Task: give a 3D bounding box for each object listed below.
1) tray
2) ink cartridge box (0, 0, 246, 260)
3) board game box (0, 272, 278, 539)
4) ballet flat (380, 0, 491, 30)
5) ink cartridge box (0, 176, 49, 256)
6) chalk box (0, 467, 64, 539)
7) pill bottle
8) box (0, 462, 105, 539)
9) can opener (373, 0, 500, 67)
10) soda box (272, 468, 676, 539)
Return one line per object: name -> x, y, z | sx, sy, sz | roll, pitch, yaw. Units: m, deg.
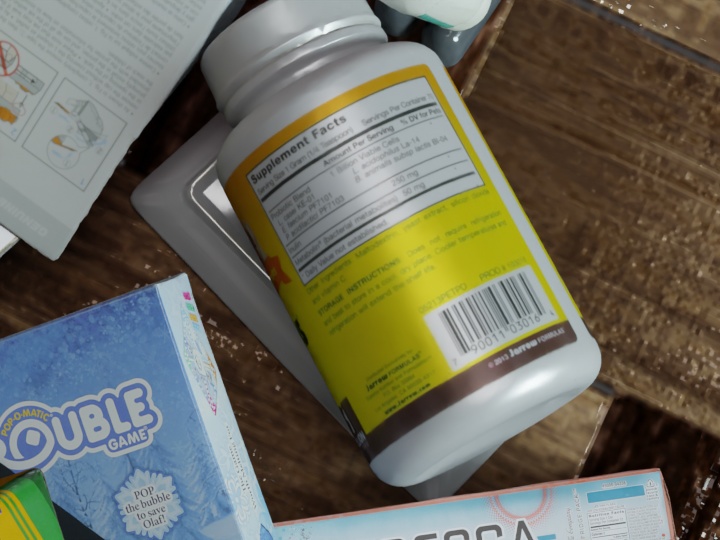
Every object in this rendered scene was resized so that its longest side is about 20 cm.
tray -> 0.000, 0.000, 0.999 | 0.107, 0.022, 0.200 | -43, 83, -12
ink cartridge box -> -0.136, -0.131, 0.956 | 0.160, 0.047, 0.201 | 36, 108, 1
board game box -> -0.130, 0.128, 0.895 | 0.199, 0.043, 0.200 | -20, 90, 15
ballet flat -> 0.047, -0.194, 0.982 | 0.069, 0.070, 0.201 | 13, 68, 0
ink cartridge box -> -0.269, -0.027, 0.979 | 0.200, 0.041, 0.200 | -43, 84, -12
chalk box -> -0.151, 0.187, 0.736 | 0.124, 0.124, 0.202 | -17, 93, 21
pill bottle -> 0.011, -0.019, 0.937 | 0.109, 0.109, 0.201 | -26, 79, -9
box -> -0.186, 0.169, 0.850 | 0.141, 0.079, 0.201 | 34, 104, 5
can opener -> 0.077, -0.190, 1.024 | 0.053, 0.067, 0.201 | 33, 77, 5
soda box -> 0.033, 0.130, 0.946 | 0.198, 0.068, 0.064 | -7, 80, -5
